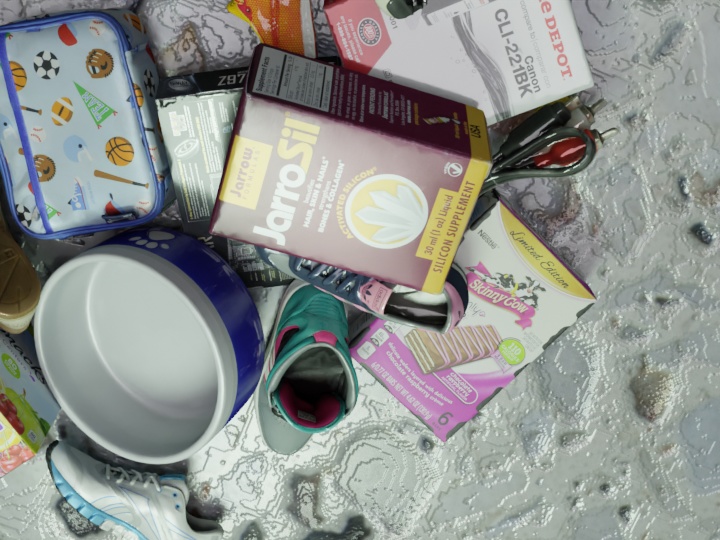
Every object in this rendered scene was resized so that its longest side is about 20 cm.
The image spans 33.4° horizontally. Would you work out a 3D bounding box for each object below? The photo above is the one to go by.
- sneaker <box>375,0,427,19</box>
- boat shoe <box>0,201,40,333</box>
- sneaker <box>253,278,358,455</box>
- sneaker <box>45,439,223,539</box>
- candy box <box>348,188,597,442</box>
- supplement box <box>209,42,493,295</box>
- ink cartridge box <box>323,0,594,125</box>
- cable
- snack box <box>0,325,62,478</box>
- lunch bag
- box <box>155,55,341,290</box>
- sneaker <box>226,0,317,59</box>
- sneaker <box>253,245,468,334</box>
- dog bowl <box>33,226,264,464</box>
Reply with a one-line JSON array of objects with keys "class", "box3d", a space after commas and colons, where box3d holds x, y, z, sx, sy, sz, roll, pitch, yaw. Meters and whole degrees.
[{"class": "sneaker", "box3d": [0.003, -0.279, 0.972, 0.093, 0.070, 0.202, -15, 63, 24]}, {"class": "boat shoe", "box3d": [-0.347, -0.035, 1.063, 0.071, 0.065, 0.201, -22, 74, -25]}, {"class": "sneaker", "box3d": [-0.051, 0.116, 1.089, 0.083, 0.121, 0.201, 7, 122, -9]}, {"class": "sneaker", "box3d": [-0.215, 0.218, 1.167, 0.087, 0.075, 0.200, -45, 110, 4]}, {"class": "candy box", "box3d": [0.100, 0.042, 1.117, 0.136, 0.061, 0.200, 42, 101, -12]}, {"class": "supplement box", "box3d": [-0.008, -0.081, 0.968, 0.198, 0.104, 0.132, 14, 121, -7]}, {"class": "ink cartridge box", "box3d": [0.084, -0.197, 1.030, 0.198, 0.084, 0.145, -20, 107, 5]}, {"class": "cable", "box3d": [0.137, -0.089, 1.069, 0.199, 0.098, 0.050, -36, 142, 15]}, {"class": "snack box", "box3d": [-0.351, 0.068, 1.060, 0.067, 0.169, 0.201, -32, 104, 7]}, {"class": "lunch bag", "box3d": [-0.250, -0.123, 1.048, 0.159, 0.076, 0.202, -6, 106, 10]}, {"class": "box", "box3d": [-0.083, -0.079, 1.058, 0.159, 0.044, 0.202, -8, 123, 2]}, {"class": "sneaker", "box3d": [-0.078, -0.250, 1.017, 0.076, 0.073, 0.202, -4, 107, -4]}, {"class": "sneaker", "box3d": [0.000, 0.000, 1.029, 0.198, 0.082, 0.071, 16, 113, -3]}, {"class": "dog bowl", "box3d": [-0.188, 0.066, 1.070, 0.198, 0.079, 0.202, 10, 116, 22]}]
